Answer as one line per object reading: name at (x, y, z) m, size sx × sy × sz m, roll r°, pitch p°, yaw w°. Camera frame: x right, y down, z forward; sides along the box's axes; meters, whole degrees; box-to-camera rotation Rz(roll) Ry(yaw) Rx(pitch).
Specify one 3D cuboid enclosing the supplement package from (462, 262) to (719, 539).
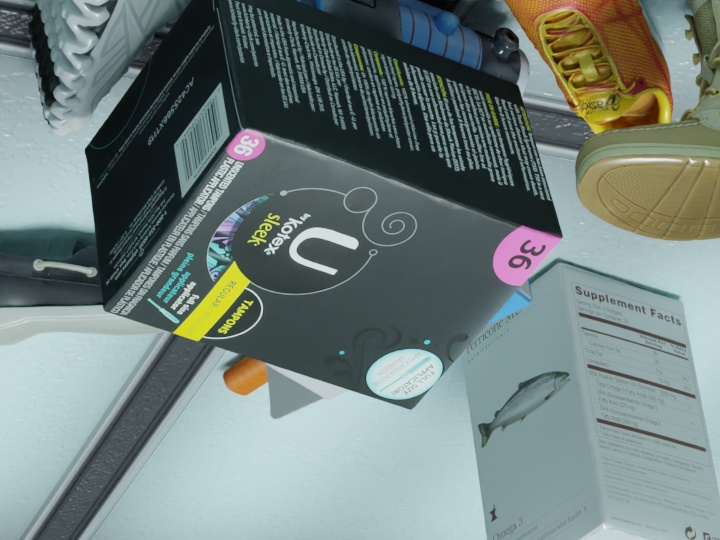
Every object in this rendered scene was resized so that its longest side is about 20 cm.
supplement package at (0.155, 0.118, 1.710) m, size 0.117 × 0.201 × 0.117 m, roll 16°, pitch 141°, yaw -32°

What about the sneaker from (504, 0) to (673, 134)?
sneaker at (0.133, -0.131, 1.439) m, size 0.073 × 0.077 × 0.200 m, roll -20°, pitch 143°, yaw 23°

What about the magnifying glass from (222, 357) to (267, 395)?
magnifying glass at (-0.019, 0.033, 1.718) m, size 0.079 × 0.022 × 0.200 m, roll 23°, pitch 135°, yaw -38°

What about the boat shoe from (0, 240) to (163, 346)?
boat shoe at (-0.181, 0.011, 1.616) m, size 0.199 × 0.061 × 0.074 m, roll -4°, pitch 166°, yaw -2°

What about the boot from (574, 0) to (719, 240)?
boot at (0.197, -0.100, 1.421) m, size 0.199 × 0.156 × 0.073 m, roll -3°, pitch 147°, yaw -19°

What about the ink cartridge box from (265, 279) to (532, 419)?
ink cartridge box at (0.000, 0.000, 1.578) m, size 0.200 × 0.116 × 0.068 m, roll -27°, pitch 142°, yaw 27°

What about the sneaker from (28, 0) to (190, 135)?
sneaker at (-0.131, -0.142, 1.383) m, size 0.081 × 0.075 × 0.200 m, roll -3°, pitch 149°, yaw -22°

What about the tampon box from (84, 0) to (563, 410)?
tampon box at (-0.022, -0.039, 1.356) m, size 0.199 × 0.127 × 0.150 m, roll 18°, pitch 129°, yaw -28°

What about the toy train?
toy train at (0.007, -0.112, 1.440) m, size 0.199 × 0.087 × 0.114 m, roll 17°, pitch 135°, yaw -32°
